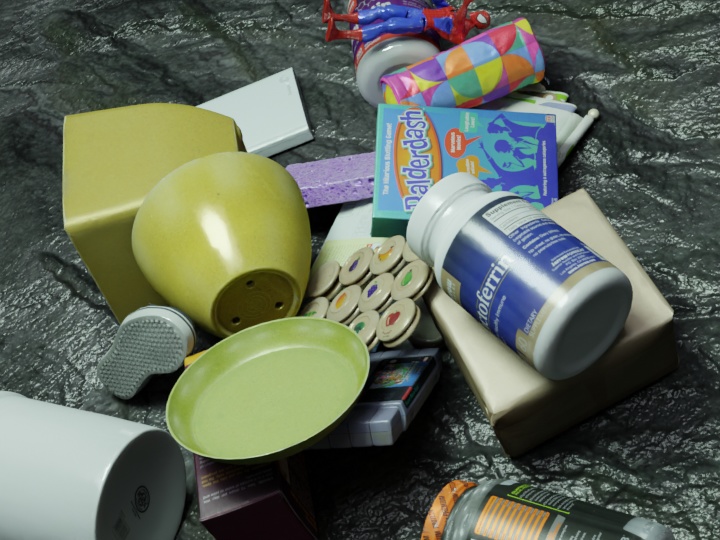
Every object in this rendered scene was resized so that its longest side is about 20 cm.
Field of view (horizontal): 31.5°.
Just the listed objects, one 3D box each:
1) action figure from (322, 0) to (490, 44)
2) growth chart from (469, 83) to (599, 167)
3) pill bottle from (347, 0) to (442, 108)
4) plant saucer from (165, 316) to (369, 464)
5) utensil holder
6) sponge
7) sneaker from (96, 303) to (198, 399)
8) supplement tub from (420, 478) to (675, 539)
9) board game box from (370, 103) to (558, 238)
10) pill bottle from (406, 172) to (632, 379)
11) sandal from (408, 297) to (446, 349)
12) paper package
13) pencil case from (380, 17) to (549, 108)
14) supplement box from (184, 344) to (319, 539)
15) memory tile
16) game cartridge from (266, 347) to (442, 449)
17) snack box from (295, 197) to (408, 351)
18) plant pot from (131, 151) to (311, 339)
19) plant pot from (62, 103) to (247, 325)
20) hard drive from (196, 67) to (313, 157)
[{"bbox_3d":[0.062,-0.314,1.495,0.199,0.099,0.065,0,48,-13],"label":"action figure"},{"bbox_3d":[0.181,-0.180,1.512,0.200,0.018,0.145,22,54,35],"label":"growth chart"},{"bbox_3d":[0.043,-0.301,1.619,0.112,0.113,0.200,-17,47,10],"label":"pill bottle"},{"bbox_3d":[-0.084,0.117,1.202,0.199,0.031,0.200,-12,33,8],"label":"plant saucer"},{"bbox_3d":[-0.300,0.219,1.291,0.199,0.170,0.170,6,55,25],"label":"utensil holder"},{"bbox_3d":[-0.007,-0.110,1.503,0.199,0.030,0.112,-8,20,17],"label":"sponge"},{"bbox_3d":[-0.221,0.072,1.388,0.079,0.078,0.200,-47,8,-37],"label":"sneaker"},{"bbox_3d":[0.159,0.252,1.095,0.199,0.123,0.123,12,58,32],"label":"supplement tub"},{"bbox_3d":[0.113,-0.104,1.390,0.199,0.045,0.153,3,60,0],"label":"board game box"},{"bbox_3d":[0.140,-0.001,1.168,0.116,0.116,0.200,-40,54,-12],"label":"pill bottle"},{"bbox_3d":[0.096,-0.008,1.385,0.082,0.055,0.200,16,66,33],"label":"sandal"},{"bbox_3d":[0.183,0.050,1.255,0.200,0.104,0.191,-28,54,0],"label":"paper package"},{"bbox_3d":[0.124,-0.227,1.514,0.199,0.089,0.088,-22,46,-7],"label":"pencil case"},{"bbox_3d":[-0.111,0.180,1.280,0.085,0.110,0.200,-20,47,7],"label":"supplement box"},{"bbox_3d":[0.000,0.030,1.305,0.200,0.017,0.154,-22,37,44],"label":"memory tile"},{"bbox_3d":[0.001,0.122,1.261,0.129,0.039,0.200,-10,13,20],"label":"game cartridge"},{"bbox_3d":[0.000,0.000,1.420,0.116,0.037,0.200,-2,50,39],"label":"snack box"},{"bbox_3d":[-0.133,-0.006,1.376,0.200,0.200,0.142,-29,44,-2],"label":"plant pot"},{"bbox_3d":[-0.219,-0.079,1.498,0.199,0.195,0.196,-15,47,4],"label":"plant pot"},{"bbox_3d":[-0.167,-0.183,1.670,0.199,0.026,0.132,-22,47,6],"label":"hard drive"}]
